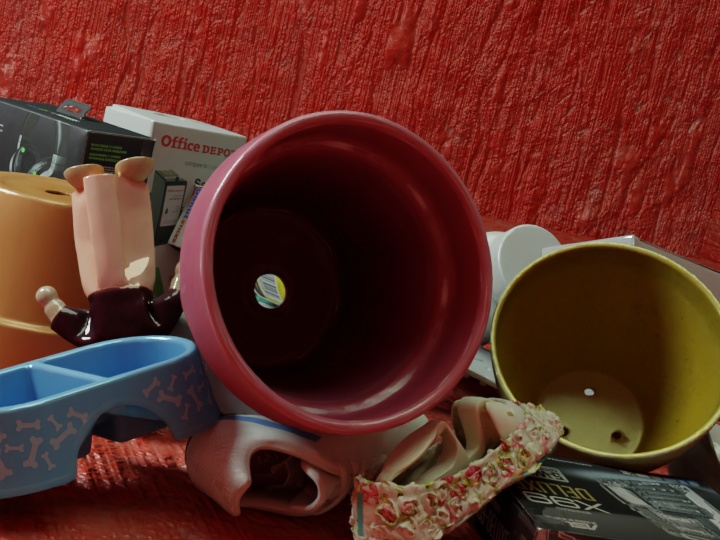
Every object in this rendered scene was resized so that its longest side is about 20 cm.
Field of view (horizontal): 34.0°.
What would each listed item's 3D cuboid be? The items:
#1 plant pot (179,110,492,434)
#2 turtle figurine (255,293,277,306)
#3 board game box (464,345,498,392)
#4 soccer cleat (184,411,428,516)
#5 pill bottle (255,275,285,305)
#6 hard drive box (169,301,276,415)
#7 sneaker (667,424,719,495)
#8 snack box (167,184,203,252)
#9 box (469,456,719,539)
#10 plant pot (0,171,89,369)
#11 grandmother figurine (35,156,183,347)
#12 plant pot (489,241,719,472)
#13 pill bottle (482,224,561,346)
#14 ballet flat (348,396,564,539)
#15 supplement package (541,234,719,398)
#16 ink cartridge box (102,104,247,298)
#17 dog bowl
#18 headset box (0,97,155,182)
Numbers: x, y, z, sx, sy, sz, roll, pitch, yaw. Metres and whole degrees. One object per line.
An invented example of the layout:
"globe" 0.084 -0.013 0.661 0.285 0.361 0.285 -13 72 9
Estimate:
"plant pot" -0.039 0.006 0.798 0.198 0.202 0.179 9 -8 -24
"turtle figurine" -0.094 0.032 1.197 0.199 0.102 0.149 -2 -24 44
"board game box" 0.090 0.087 1.215 0.199 0.026 0.200 28 6 -10
"soccer cleat" -0.022 0.135 0.801 0.199 0.070 0.086 0 23 -34
"pill bottle" 0.000 0.000 1.005 0.199 0.110 0.109 20 11 38
"hard drive box" -0.065 0.086 0.976 0.198 0.078 0.156 16 9 17
"sneaker" 0.338 0.189 0.983 0.115 0.074 0.200 13 19 -11
"snack box" -0.135 -0.020 1.312 0.024 0.072 0.200 18 -12 35
"box" 0.182 0.183 0.825 0.198 0.050 0.158 11 9 -12
"plant pot" -0.270 -0.001 1.006 0.198 0.141 0.200 12 9 -2
"grandmother figurine" -0.186 0.018 0.899 0.120 0.202 0.061 -12 -14 1
"plant pot" 0.205 0.099 1.003 0.198 0.201 0.142 15 -32 12
"pill bottle" 0.144 0.020 1.325 0.113 0.115 0.200 10 -19 -21
"ballet flat" 0.068 0.122 0.775 0.075 0.064 0.199 -3 19 44
"supplement package" 0.282 0.067 1.196 0.110 0.157 0.199 -9 -18 44
"ink cartridge box" -0.218 -0.066 1.276 0.084 0.202 0.145 19 10 37
"dog bowl" -0.179 0.085 0.733 0.111 0.050 0.199 5 14 43
"headset box" -0.311 -0.071 1.181 0.173 0.202 0.092 18 11 34
